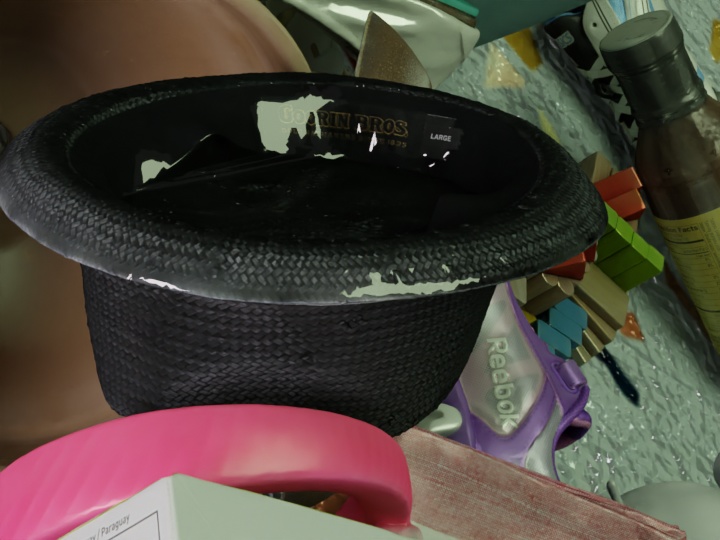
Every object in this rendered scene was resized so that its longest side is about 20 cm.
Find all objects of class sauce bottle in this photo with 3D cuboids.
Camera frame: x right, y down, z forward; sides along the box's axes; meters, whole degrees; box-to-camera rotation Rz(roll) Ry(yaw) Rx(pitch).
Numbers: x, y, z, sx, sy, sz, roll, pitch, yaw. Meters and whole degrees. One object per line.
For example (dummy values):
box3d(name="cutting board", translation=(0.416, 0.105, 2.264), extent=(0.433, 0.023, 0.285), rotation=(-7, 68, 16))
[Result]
box3d(name="sauce bottle", translation=(0.179, -0.036, 1.298), extent=(0.200, 0.065, 0.065), rotation=(64, 33, -20))

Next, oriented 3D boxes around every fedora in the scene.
box3d(name="fedora", translation=(-0.020, 0.003, 0.835), extent=(0.201, 0.200, 0.092), rotation=(-28, 130, -54))

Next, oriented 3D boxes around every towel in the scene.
box3d(name="towel", translation=(0.050, 0.172, 1.000), extent=(0.144, 0.023, 0.200), rotation=(21, 68, -22))

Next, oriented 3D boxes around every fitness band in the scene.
box3d(name="fitness band", translation=(-0.064, 0.100, 0.845), extent=(0.143, 0.200, 0.037), rotation=(5, 59, -25))

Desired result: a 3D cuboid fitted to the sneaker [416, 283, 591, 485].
box3d(name="sneaker", translation=(0.053, 0.043, 1.101), extent=(0.088, 0.081, 0.200), rotation=(3, 62, -9))

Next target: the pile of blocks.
box3d(name="pile of blocks", translation=(0.101, 0.003, 1.220), extent=(0.082, 0.062, 0.200), rotation=(56, 37, -3))

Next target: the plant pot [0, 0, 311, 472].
box3d(name="plant pot", translation=(-0.119, -0.032, 0.930), extent=(0.201, 0.201, 0.093), rotation=(22, 9, -39))

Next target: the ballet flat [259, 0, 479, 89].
box3d(name="ballet flat", translation=(-0.041, -0.118, 1.061), extent=(0.200, 0.069, 0.070), rotation=(24, 47, -26))

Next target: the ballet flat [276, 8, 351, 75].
box3d(name="ballet flat", translation=(-0.057, -0.114, 1.112), extent=(0.200, 0.064, 0.076), rotation=(36, 21, -28))

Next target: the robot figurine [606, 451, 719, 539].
box3d(name="robot figurine", translation=(0.161, 0.164, 1.131), extent=(0.200, 0.113, 0.170), rotation=(32, 67, -32))

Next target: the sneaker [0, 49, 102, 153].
box3d(name="sneaker", translation=(-0.091, -0.079, 1.050), extent=(0.200, 0.075, 0.085), rotation=(23, 43, -43))

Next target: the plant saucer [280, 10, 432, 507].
box3d(name="plant saucer", translation=(0.000, 0.000, 1.009), extent=(0.032, 0.200, 0.200), rotation=(11, 48, 0))

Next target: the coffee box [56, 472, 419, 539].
box3d(name="coffee box", translation=(-0.039, 0.205, 0.797), extent=(0.199, 0.200, 0.198), rotation=(21, 49, -40))

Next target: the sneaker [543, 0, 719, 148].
box3d(name="sneaker", translation=(0.139, -0.109, 1.354), extent=(0.072, 0.072, 0.200), rotation=(-23, 91, -14))

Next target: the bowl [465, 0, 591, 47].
box3d(name="bowl", translation=(0.013, -0.173, 1.180), extent=(0.201, 0.105, 0.201), rotation=(47, 15, -16))
